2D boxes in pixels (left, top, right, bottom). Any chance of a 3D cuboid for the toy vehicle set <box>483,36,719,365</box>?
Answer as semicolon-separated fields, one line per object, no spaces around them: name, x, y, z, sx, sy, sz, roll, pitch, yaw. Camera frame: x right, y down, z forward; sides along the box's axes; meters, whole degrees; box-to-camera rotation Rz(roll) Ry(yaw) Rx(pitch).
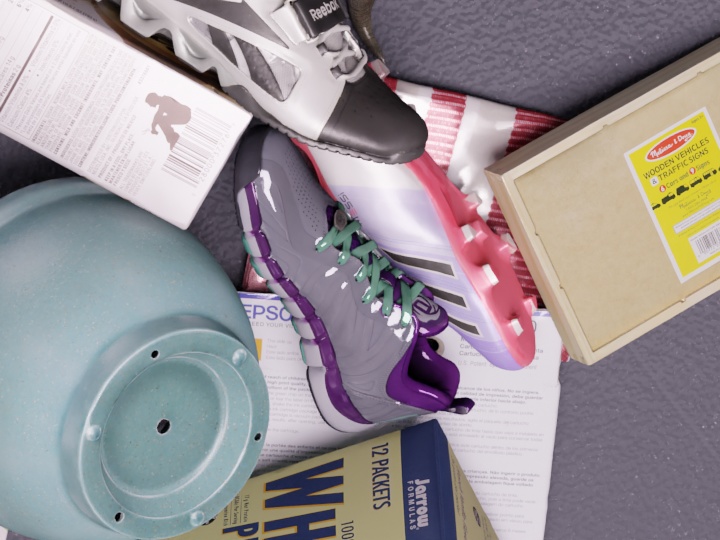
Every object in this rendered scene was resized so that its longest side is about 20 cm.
toy vehicle set;0.182;-0.048;1.528;0.200;0.027;0.125;-29;107;-13

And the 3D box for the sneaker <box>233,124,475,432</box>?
sneaker;0.000;0.000;1.458;0.087;0.075;0.200;-5;129;24

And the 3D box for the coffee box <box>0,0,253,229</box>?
coffee box;-0.163;-0.115;1.453;0.200;0.113;0.080;28;104;-12

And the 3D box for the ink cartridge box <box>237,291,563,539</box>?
ink cartridge box;0.014;0.106;1.572;0.196;0.043;0.201;4;106;-4

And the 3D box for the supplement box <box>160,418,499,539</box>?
supplement box;-0.011;0.222;1.510;0.199;0.134;0.200;-18;127;12

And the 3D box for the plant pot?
plant pot;-0.132;0.065;1.443;0.200;0.134;0.201;-16;118;-33

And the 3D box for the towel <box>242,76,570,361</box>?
towel;0.042;-0.032;1.548;0.199;0.023;0.144;13;103;-11

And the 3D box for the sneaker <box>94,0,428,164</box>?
sneaker;-0.041;-0.132;1.415;0.200;0.074;0.089;33;113;1

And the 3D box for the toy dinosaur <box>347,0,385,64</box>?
toy dinosaur;-0.019;-0.201;1.463;0.102;0.077;0.200;-23;104;15

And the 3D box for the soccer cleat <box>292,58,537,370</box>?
soccer cleat;0.026;-0.024;1.501;0.076;0.067;0.200;-30;99;23

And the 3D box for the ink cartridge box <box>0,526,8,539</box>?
ink cartridge box;-0.296;0.113;1.529;0.199;0.067;0.117;14;104;-11
